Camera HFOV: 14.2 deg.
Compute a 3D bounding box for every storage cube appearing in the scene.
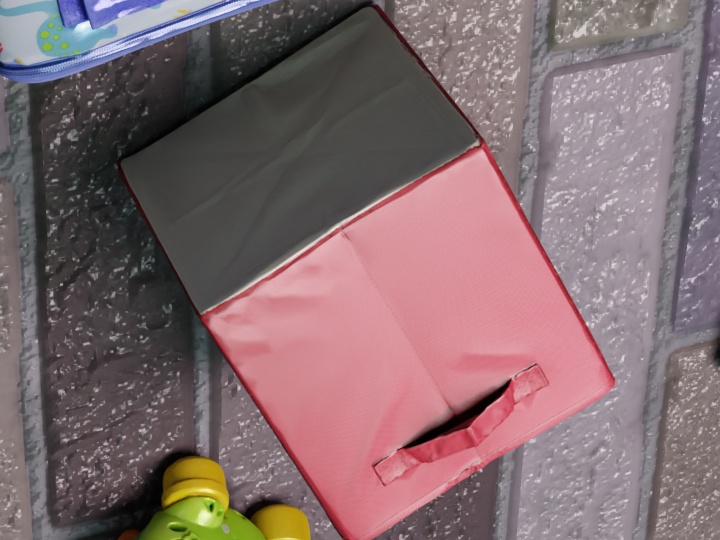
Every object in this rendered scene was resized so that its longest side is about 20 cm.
[{"bbox_3d":[0.000,0.000,1.525,0.171,0.200,0.180,-32,126,-1],"label":"storage cube"}]

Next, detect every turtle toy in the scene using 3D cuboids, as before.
[{"bbox_3d":[-0.076,0.210,1.697,0.101,0.146,0.200,-31,136,27],"label":"turtle toy"}]

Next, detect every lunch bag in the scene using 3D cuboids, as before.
[{"bbox_3d":[-0.105,-0.173,1.355,0.200,0.161,0.082,-22,132,-11],"label":"lunch bag"}]
